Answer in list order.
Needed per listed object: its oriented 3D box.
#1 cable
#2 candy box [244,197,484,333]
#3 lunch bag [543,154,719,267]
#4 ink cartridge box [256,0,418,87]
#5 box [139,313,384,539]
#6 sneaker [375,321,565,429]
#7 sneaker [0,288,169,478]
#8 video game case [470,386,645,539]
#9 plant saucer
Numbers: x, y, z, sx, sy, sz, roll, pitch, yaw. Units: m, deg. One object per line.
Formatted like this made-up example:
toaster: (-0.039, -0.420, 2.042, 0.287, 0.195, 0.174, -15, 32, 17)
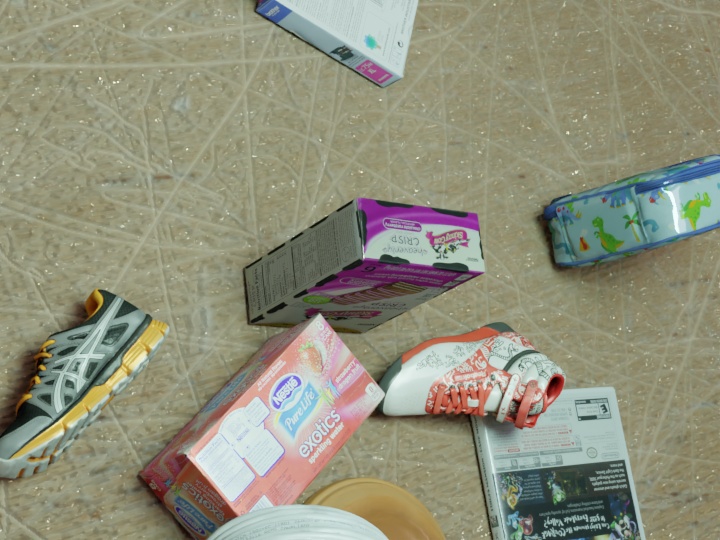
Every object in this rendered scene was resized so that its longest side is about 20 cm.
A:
cable: (-0.052, 0.279, 1.261, 0.198, 0.201, 0.069, -2, 35, -10)
candy box: (0.000, 0.000, 1.390, 0.136, 0.200, 0.062, 6, 70, -33)
lunch bag: (0.310, -0.064, 1.641, 0.160, 0.199, 0.083, -15, 90, -37)
ink cartridge box: (-0.032, -0.289, 1.574, 0.199, 0.042, 0.120, 29, 59, -28)
box: (-0.085, 0.144, 1.344, 0.103, 0.094, 0.200, 51, 52, -10)
sneaker: (0.114, 0.116, 1.489, 0.201, 0.068, 0.108, -18, 43, -41)
sneaker: (-0.246, 0.094, 1.265, 0.077, 0.078, 0.200, 41, 50, -1)
video game case: (0.207, 0.216, 1.580, 0.199, 0.023, 0.183, 0, 73, -37)
plant saucer: (0.016, 0.289, 1.404, 0.199, 0.037, 0.202, 14, 66, -33)
